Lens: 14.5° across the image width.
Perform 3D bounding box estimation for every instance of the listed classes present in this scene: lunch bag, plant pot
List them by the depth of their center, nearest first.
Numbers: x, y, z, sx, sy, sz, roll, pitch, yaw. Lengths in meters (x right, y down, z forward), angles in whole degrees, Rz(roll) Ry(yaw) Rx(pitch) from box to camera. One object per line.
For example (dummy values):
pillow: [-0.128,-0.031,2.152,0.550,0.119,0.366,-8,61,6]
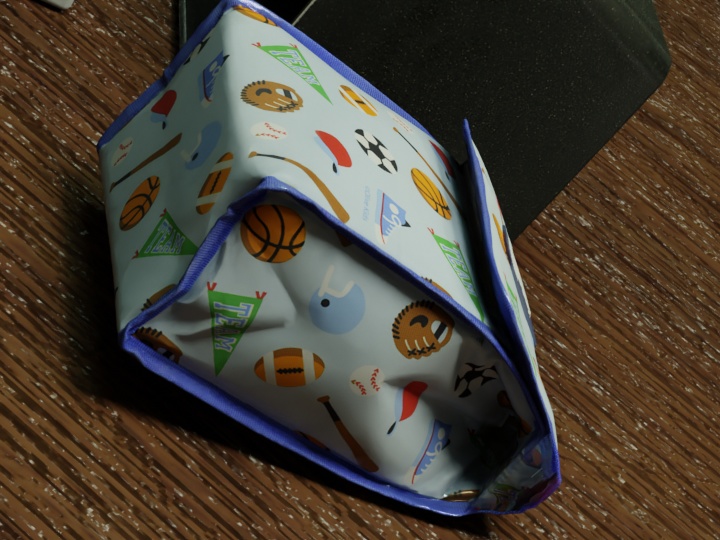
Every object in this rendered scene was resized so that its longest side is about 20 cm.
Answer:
lunch bag: [0.000,0.000,1.199,0.200,0.124,0.170,35,23,-25]
plant pot: [0.038,-0.130,1.397,0.177,0.200,0.200,33,24,-23]

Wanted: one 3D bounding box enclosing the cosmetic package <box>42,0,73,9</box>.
cosmetic package: [-0.217,-0.216,1.388,0.199,0.074,0.102,22,28,-16]
